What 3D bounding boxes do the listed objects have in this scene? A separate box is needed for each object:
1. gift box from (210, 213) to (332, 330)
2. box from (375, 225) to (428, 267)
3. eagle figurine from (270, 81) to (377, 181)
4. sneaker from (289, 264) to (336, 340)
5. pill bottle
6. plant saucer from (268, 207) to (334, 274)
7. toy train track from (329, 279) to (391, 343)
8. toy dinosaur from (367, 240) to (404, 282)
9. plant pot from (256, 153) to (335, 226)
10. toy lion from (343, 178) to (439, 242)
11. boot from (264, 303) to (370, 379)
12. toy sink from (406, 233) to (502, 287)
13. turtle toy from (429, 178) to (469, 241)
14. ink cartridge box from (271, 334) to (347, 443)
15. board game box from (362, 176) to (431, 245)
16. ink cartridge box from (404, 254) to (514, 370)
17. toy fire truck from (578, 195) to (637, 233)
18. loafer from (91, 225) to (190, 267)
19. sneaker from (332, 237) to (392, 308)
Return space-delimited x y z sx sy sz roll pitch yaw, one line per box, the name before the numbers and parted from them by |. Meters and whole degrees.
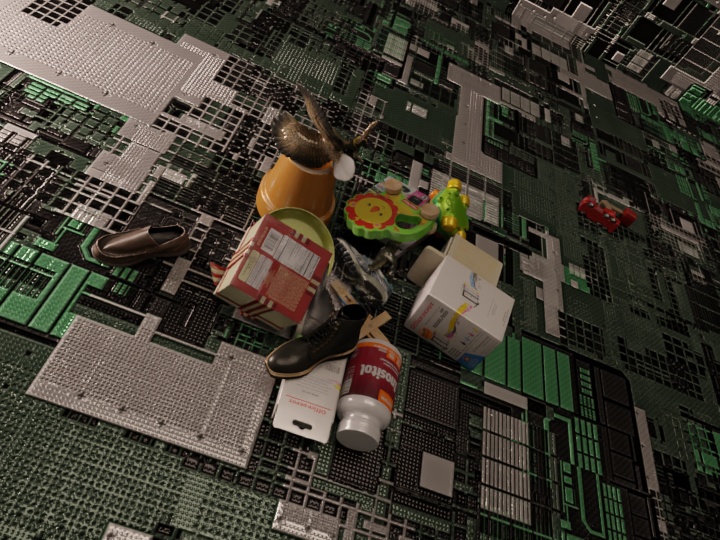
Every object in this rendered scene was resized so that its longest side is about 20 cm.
gift box | -0.191 -0.004 1.080 0.199 0.186 0.187 35 68 -15
box | 0.119 -0.073 1.409 0.039 0.042 0.199 45 49 13
eagle figurine | -0.086 -0.301 1.172 0.197 0.154 0.150 16 11 -34
sneaker | -0.081 0.075 1.169 0.105 0.075 0.204 21 71 -17
pill bottle | 0.015 0.248 1.065 0.111 0.114 0.202 22 49 -8
plant saucer | -0.157 -0.044 1.222 0.196 0.031 0.205 5 77 -21
toy train track | -0.006 0.105 1.223 0.114 0.033 0.201 -28 64 -30
toy dinosaur | 0.072 -0.021 1.283 0.200 0.047 0.089 -47 117 -49
plant pot | -0.140 -0.214 1.295 0.196 0.184 0.203 13 50 -16
toy lion | 0.065 -0.132 1.293 0.199 0.069 0.191 37 54 27
boot | -0.081 0.125 1.006 0.197 0.139 0.078 -19 61 -31
toy sink | 0.239 -0.002 1.353 0.198 0.131 0.113 31 48 1
turtle toy | 0.235 -0.141 1.425 0.099 0.200 0.149 -2 64 29
ink cartridge box | -0.102 0.242 1.044 0.115 0.068 0.202 20 48 -8
board game box | 0.077 -0.162 1.418 0.146 0.065 0.199 30 46 22
ink cartridge box | 0.232 0.100 1.259 0.198 0.148 0.145 33 48 1
toy fire truck | 0.866 -0.205 1.861 0.199 0.049 0.141 36 48 5
loafer | -0.455 -0.065 1.106 0.197 0.071 0.074 -15 62 -33
sneaker | 0.000 0.000 1.286 0.201 0.078 0.086 51 38 7
